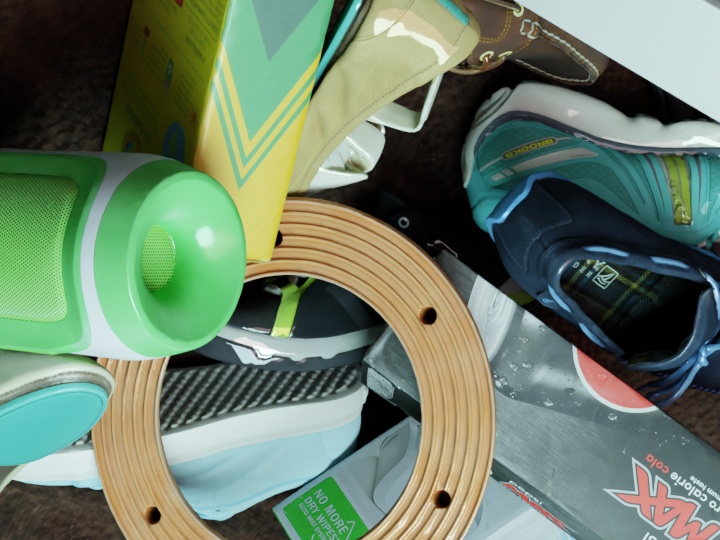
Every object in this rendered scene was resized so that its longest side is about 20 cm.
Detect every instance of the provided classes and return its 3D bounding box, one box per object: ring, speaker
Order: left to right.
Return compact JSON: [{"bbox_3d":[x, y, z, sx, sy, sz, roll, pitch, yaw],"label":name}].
[{"bbox_3d":[-0.147,-0.010,0.949,0.088,0.199,0.089,-7,99,-51],"label":"speaker"},{"bbox_3d":[-0.032,0.067,1.020,0.201,0.200,0.019,-55,166,10],"label":"ring"}]

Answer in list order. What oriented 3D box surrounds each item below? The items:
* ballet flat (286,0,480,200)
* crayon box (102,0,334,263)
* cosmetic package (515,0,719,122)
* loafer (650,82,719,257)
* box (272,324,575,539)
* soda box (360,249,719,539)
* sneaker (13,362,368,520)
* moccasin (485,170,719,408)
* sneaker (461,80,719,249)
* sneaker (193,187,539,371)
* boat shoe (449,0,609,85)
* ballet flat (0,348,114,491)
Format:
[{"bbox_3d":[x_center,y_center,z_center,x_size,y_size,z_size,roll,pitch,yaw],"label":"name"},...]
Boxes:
[{"bbox_3d":[-0.007,-0.070,0.999,0.063,0.200,0.069,27,60,-11],"label":"ballet flat"},{"bbox_3d":[-0.066,-0.092,0.988,0.050,0.127,0.201,4,115,-25],"label":"crayon box"},{"bbox_3d":[0.086,-0.149,0.915,0.199,0.083,0.051,31,129,2],"label":"cosmetic package"},{"bbox_3d":[0.212,-0.045,1.169,0.072,0.063,0.201,-34,124,-3],"label":"loafer"},{"bbox_3d":[0.073,0.156,1.169,0.176,0.097,0.201,-32,139,-6],"label":"box"},{"bbox_3d":[0.098,0.079,1.042,0.199,0.063,0.071,36,81,6],"label":"soda box"},{"bbox_3d":[-0.090,0.097,1.107,0.198,0.074,0.083,-5,118,-18],"label":"sneaker"},{"bbox_3d":[0.136,0.025,1.051,0.199,0.068,0.081,22,113,-36],"label":"moccasin"},{"bbox_3d":[0.145,-0.029,1.109,0.198,0.080,0.078,11,147,-6],"label":"sneaker"},{"bbox_3d":[0.000,0.000,1.111,0.198,0.072,0.084,-7,99,-23],"label":"sneaker"},{"bbox_3d":[0.046,-0.129,1.032,0.199,0.070,0.071,29,70,-39],"label":"boat shoe"},{"bbox_3d":[-0.181,0.071,1.019,0.069,0.070,0.200,21,138,-30],"label":"ballet flat"}]
